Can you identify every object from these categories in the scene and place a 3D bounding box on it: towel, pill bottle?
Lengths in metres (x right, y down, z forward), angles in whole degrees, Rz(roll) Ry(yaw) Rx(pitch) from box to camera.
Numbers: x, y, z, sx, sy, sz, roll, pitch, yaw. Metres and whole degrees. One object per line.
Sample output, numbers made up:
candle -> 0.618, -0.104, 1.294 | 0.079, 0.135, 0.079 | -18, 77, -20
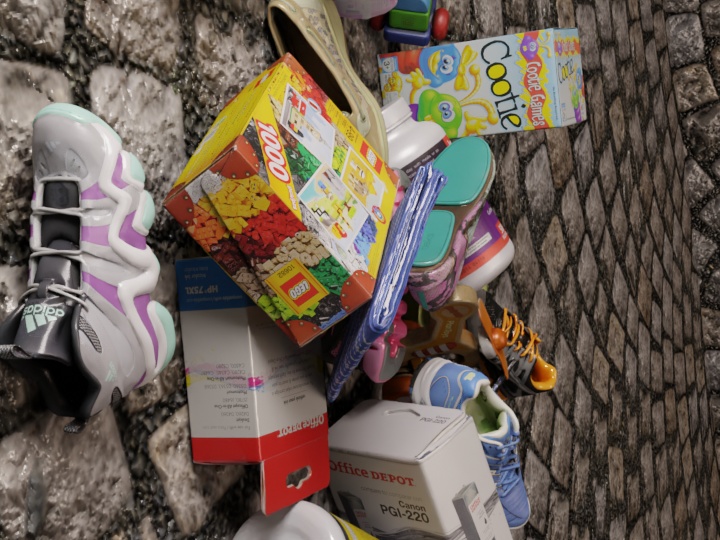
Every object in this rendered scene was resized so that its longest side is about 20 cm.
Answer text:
towel -> 0.017, 0.015, 0.903 | 0.200, 0.024, 0.145 | 118, -7, -66
pill bottle -> -0.023, 0.273, 0.975 | 0.200, 0.112, 0.112 | 44, 48, -53
pill bottle -> 0.063, -0.070, 1.158 | 0.200, 0.112, 0.112 | 58, 33, -9

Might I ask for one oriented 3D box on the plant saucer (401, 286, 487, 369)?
plant saucer -> 0.091, -0.004, 1.318 | 0.200, 0.048, 0.201 | 35, 55, -58

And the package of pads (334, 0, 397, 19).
package of pads -> -0.003, -0.309, 1.051 | 0.200, 0.075, 0.121 | -67, 150, -88

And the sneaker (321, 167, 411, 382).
sneaker -> 0.000, 0.000, 1.069 | 0.079, 0.095, 0.201 | 24, 74, -64

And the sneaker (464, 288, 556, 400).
sneaker -> 0.169, 0.082, 1.326 | 0.200, 0.077, 0.079 | 53, 43, -47

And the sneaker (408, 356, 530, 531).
sneaker -> 0.116, 0.173, 1.089 | 0.076, 0.077, 0.200 | -44, 117, -30

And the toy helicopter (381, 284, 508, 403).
toy helicopter -> 0.090, 0.066, 1.123 | 0.200, 0.132, 0.079 | 99, -11, -64

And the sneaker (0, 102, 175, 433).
sneaker -> -0.186, 0.007, 0.713 | 0.140, 0.077, 0.201 | -49, 130, -56

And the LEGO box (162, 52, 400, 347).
LEGO box -> -0.052, -0.061, 0.891 | 0.149, 0.077, 0.200 | 47, 25, -18

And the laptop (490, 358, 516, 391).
laptop -> 0.136, 0.221, 1.236 | 0.200, 0.103, 0.177 | -52, 170, -16

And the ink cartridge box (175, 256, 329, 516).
ink cartridge box -> -0.083, 0.086, 0.925 | 0.116, 0.067, 0.201 | -7, 92, -64

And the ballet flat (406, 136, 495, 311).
ballet flat -> 0.079, -0.040, 1.054 | 0.200, 0.069, 0.071 | -67, 155, -44

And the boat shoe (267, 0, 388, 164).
boat shoe -> -0.035, -0.163, 1.063 | 0.063, 0.073, 0.201 | -43, 115, -50

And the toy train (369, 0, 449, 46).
toy train -> 0.066, -0.352, 1.225 | 0.116, 0.084, 0.201 | 93, 7, -63

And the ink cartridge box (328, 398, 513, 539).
ink cartridge box -> 0.057, 0.230, 1.074 | 0.085, 0.145, 0.201 | -33, 112, -39

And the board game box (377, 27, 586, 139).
board game box -> 0.134, -0.201, 1.258 | 0.105, 0.199, 0.104 | -24, 108, -62
